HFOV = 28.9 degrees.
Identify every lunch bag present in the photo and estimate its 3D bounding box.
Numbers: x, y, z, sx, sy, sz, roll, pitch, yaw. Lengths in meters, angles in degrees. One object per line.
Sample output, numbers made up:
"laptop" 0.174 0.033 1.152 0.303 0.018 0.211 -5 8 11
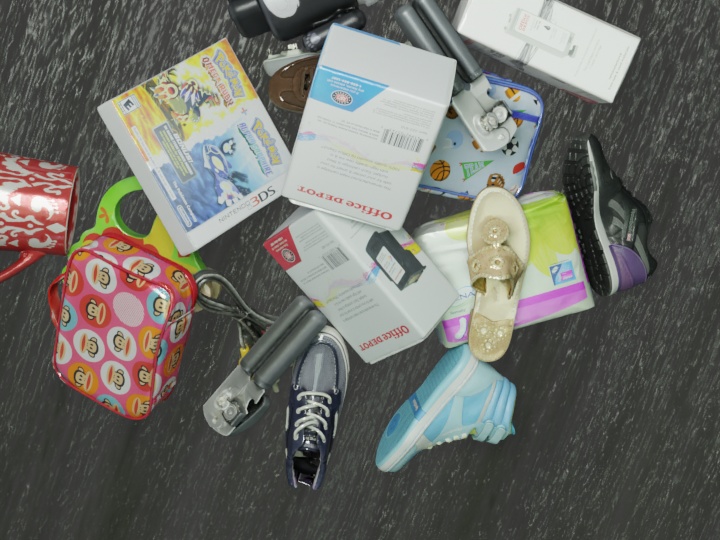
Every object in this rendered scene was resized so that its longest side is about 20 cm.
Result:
"lunch bag" -0.295 0.063 1.668 0.175 0.082 0.201 25 119 13
"lunch bag" 0.113 -0.170 1.664 0.199 0.076 0.161 11 103 -23

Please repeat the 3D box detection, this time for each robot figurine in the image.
"robot figurine" -0.062 -0.343 1.633 0.199 0.125 0.151 -22 110 3

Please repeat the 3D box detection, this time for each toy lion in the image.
"toy lion" -0.275 -0.018 1.723 0.190 0.069 0.202 -4 100 8

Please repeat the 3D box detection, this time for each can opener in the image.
"can opener" -0.113 0.121 1.704 0.200 0.067 0.053 -48 62 7
"can opener" 0.106 -0.219 1.582 0.053 0.066 0.200 -39 104 -14

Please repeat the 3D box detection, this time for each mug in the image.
"mug" -0.446 -0.065 1.683 0.198 0.134 0.179 7 115 -6

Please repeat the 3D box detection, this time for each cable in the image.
"cable" -0.131 0.068 1.705 0.097 0.050 0.200 -30 132 -2

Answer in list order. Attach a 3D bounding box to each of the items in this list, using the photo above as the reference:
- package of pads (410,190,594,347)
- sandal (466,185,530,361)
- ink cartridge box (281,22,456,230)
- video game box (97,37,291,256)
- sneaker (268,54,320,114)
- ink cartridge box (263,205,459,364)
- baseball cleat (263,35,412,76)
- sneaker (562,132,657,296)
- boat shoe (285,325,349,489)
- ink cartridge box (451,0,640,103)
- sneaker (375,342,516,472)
"package of pads" 0.173 -0.006 1.721 0.199 0.068 0.156 -16 100 2
"sandal" 0.163 0.011 1.651 0.077 0.070 0.213 3 104 -3
"ink cartridge box" 0.007 -0.152 1.528 0.144 0.085 0.201 16 136 -4
"video game box" -0.185 -0.148 1.655 0.182 0.047 0.201 -36 102 -35
"sneaker" -0.020 -0.220 1.585 0.199 0.075 0.071 -1 83 18
"ink cartridge box" 0.000 0.000 1.676 0.200 0.146 0.083 49 57 -9
"baseball cleat" -0.015 -0.224 1.680 0.198 0.070 0.107 -5 100 1
"sneaker" 0.310 -0.076 1.720 0.087 0.076 0.201 -16 101 -18
"boat shoe" -0.054 0.174 1.716 0.074 0.093 0.201 4 115 -1
"ink cartridge box" 0.209 -0.273 1.634 0.199 0.147 0.083 24 96 -4
"sneaker" 0.118 0.200 1.755 0.130 0.080 0.200 33 110 -17
